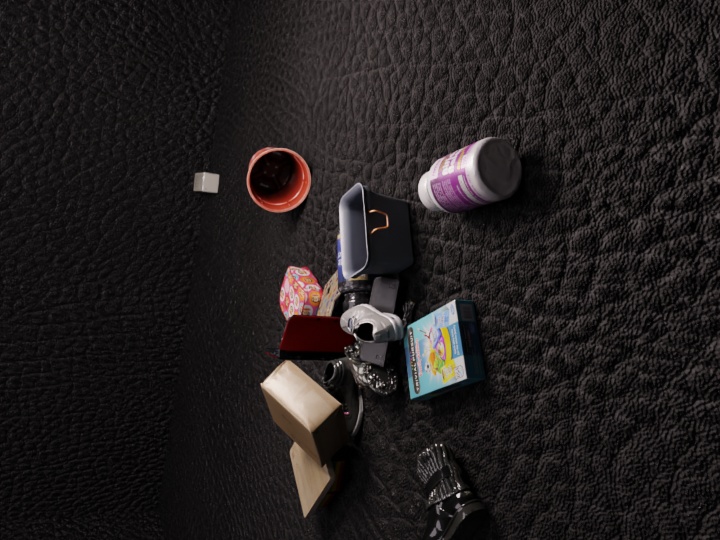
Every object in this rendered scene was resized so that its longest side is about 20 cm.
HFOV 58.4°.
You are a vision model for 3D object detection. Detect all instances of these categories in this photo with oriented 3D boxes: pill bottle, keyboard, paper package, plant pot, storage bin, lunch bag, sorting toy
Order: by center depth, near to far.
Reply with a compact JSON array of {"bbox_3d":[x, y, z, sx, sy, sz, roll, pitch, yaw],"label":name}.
[{"bbox_3d":[0.193,-0.167,1.192,0.200,0.112,0.113,-13,74,61],"label":"pill bottle"},{"bbox_3d":[0.044,-0.085,1.451,0.145,0.134,0.201,-34,57,57],"label":"storage bin"},{"bbox_3d":[0.064,0.117,1.453,0.127,0.021,0.201,11,90,41],"label":"keyboard"},{"bbox_3d":[0.000,0.000,1.549,0.112,0.111,0.201,-22,67,61],"label":"pill bottle"},{"bbox_3d":[-0.135,0.355,1.601,0.200,0.103,0.191,33,149,32],"label":"paper package"},{"bbox_3d":[-0.109,0.516,1.723,0.199,0.069,0.201,-63,34,37],"label":"sorting toy"},{"bbox_3d":[-0.182,0.100,1.926,0.200,0.082,0.177,53,132,52],"label":"lunch bag"},{"bbox_3d":[-0.277,-0.310,2.086,0.195,0.200,0.202,-129,49,-65],"label":"plant pot"}]

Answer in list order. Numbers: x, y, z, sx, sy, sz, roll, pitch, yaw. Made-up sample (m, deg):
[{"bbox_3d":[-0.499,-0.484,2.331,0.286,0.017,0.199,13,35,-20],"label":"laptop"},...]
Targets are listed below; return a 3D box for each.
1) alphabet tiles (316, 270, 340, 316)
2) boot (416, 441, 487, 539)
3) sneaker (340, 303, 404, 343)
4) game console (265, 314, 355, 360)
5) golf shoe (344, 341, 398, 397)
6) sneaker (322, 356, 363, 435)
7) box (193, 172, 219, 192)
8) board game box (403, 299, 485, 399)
[{"bbox_3d":[-0.083,0.079,1.733,0.167,0.008,0.201,-50,21,49],"label":"alphabet tiles"},{"bbox_3d":[0.142,0.448,1.219,0.212,0.079,0.158,-60,42,22],"label":"boot"},{"bbox_3d":[0.006,0.118,1.413,0.200,0.082,0.075,-1,99,56],"label":"sneaker"},{"bbox_3d":[-0.125,0.171,1.670,0.172,0.199,0.119,1,86,64],"label":"game console"},{"bbox_3d":[0.032,0.247,1.507,0.200,0.077,0.095,-134,32,-55],"label":"golf shoe"},{"bbox_3d":[-0.049,0.310,1.606,0.071,0.099,0.201,-8,80,61],"label":"sneaker"},{"bbox_3d":[-0.758,-0.430,3.165,0.200,0.077,0.096,18,102,63],"label":"box"},{"bbox_3d":[0.159,0.162,1.276,0.200,0.047,0.152,-39,52,55],"label":"board game box"}]
